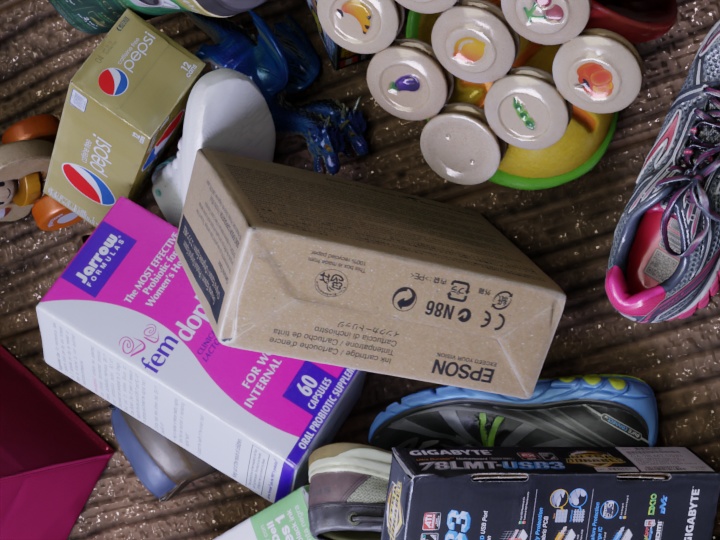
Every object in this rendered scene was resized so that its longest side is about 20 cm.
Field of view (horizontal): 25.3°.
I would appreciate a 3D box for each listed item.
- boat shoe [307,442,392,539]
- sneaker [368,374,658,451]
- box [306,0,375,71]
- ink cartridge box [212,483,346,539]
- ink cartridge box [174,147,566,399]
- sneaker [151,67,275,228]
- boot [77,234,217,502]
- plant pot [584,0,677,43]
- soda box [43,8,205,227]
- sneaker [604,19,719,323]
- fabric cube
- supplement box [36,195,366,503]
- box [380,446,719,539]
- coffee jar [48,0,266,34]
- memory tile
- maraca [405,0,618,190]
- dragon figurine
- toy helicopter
[{"bbox_3d":[0.056,0.166,0.994,0.072,0.200,0.066,-39,34,57],"label":"boat shoe"},{"bbox_3d":[0.093,0.111,1.026,0.199,0.071,0.083,-5,84,27],"label":"sneaker"},{"bbox_3d":[-0.022,-0.221,1.007,0.040,0.200,0.137,-20,80,-6],"label":"box"},{"bbox_3d":[-0.058,0.214,1.075,0.200,0.146,0.085,-32,74,27],"label":"ink cartridge box"},{"bbox_3d":[0.000,0.000,0.970,0.165,0.199,0.075,-129,53,-66],"label":"ink cartridge box"},{"bbox_3d":[-0.108,-0.061,1.087,0.088,0.075,0.200,34,145,28],"label":"sneaker"},{"bbox_3d":[-0.166,0.073,1.171,0.097,0.075,0.200,-45,73,21],"label":"boot"},{"bbox_3d":[0.152,-0.246,0.904,0.183,0.200,0.201,-47,71,32],"label":"plant pot"},{"bbox_3d":[-0.165,-0.094,1.093,0.064,0.200,0.068,35,67,-4],"label":"soda box"},{"bbox_3d":[0.206,-0.059,0.949,0.080,0.075,0.201,24,104,26],"label":"sneaker"},{"bbox_3d":[-0.348,0.170,1.210,0.196,0.200,0.200,39,110,23],"label":"fabric cube"},{"bbox_3d":[-0.104,0.056,1.069,0.200,0.103,0.101,30,66,8],"label":"supplement box"},{"bbox_3d":[0.105,0.205,0.957,0.050,0.198,0.201,-134,48,-69],"label":"box"},{"bbox_3d":[-0.128,-0.210,1.017,0.200,0.085,0.104,5,137,49],"label":"coffee jar"},{"bbox_3d":[0.049,-0.144,0.881,0.153,0.017,0.200,-24,115,39],"label":"memory tile"},{"bbox_3d":[0.088,-0.145,0.988,0.107,0.137,0.201,-40,65,64],"label":"maraca"},{"bbox_3d":[-0.067,-0.145,1.110,0.099,0.059,0.201,-30,79,28],"label":"dragon figurine"},{"bbox_3d":[-0.309,-0.042,1.213,0.200,0.132,0.079,-31,78,28],"label":"toy helicopter"}]
